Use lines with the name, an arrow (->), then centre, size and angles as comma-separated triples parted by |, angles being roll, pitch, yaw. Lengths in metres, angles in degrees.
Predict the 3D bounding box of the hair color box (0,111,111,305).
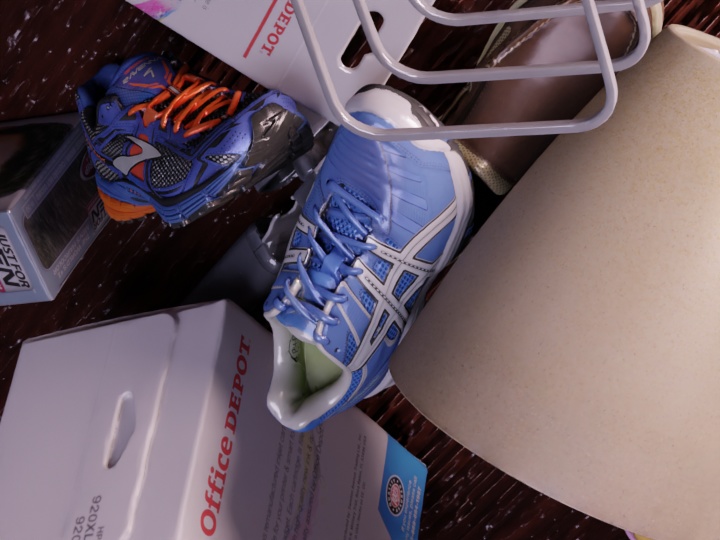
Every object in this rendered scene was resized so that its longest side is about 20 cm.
hair color box -> -0.237, -0.026, 1.447 | 0.200, 0.099, 0.061 | -5, 123, 27

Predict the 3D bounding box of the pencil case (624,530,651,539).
pencil case -> 0.219, 0.090, 1.345 | 0.200, 0.083, 0.087 | -20, 116, 36

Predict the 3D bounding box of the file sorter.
file sorter -> 0.063, -0.158, 1.140 | 0.139, 0.200, 0.125 | -2, 127, 26

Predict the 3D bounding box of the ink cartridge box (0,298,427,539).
ink cartridge box -> -0.083, 0.132, 1.429 | 0.145, 0.147, 0.200 | -12, 142, 32

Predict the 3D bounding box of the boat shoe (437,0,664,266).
boat shoe -> 0.074, -0.065, 1.291 | 0.075, 0.075, 0.202 | 34, 132, -4

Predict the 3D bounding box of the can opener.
can opener -> -0.049, -0.024, 1.409 | 0.200, 0.053, 0.067 | -46, 67, 42

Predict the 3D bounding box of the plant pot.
plant pot -> 0.140, -0.004, 1.241 | 0.187, 0.187, 0.200 | 27, 104, 3

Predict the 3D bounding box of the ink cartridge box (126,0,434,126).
ink cartridge box -> -0.056, -0.167, 1.274 | 0.200, 0.067, 0.117 | 32, 134, -1

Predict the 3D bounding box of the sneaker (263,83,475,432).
sneaker -> 0.000, 0.000, 1.287 | 0.076, 0.077, 0.200 | 29, 135, 21

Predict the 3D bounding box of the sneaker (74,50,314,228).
sneaker -> -0.093, -0.069, 1.328 | 0.200, 0.075, 0.078 | -4, 118, 60
